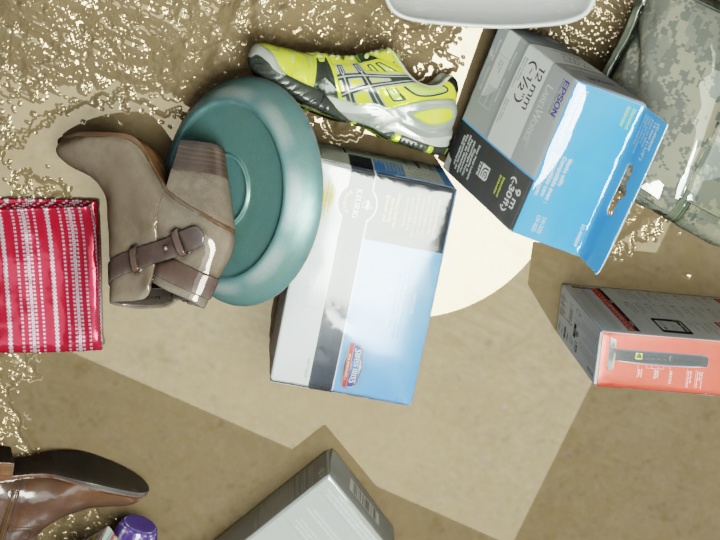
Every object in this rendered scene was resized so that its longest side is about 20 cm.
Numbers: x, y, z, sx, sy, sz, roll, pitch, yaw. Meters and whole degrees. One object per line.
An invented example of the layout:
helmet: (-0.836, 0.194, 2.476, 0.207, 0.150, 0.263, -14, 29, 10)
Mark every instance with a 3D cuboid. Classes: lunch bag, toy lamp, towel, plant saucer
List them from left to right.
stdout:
towel: (-0.338, 0.006, 1.592, 0.198, 0.022, 0.146, -1, 102, -3)
toy lamp: (-0.238, 0.323, 1.634, 0.058, 0.058, 0.201, 21, 107, -7)
plant saucer: (-0.111, -0.070, 1.514, 0.027, 0.199, 0.202, 1, 106, -46)
lunch bag: (0.287, -0.144, 1.530, 0.167, 0.139, 0.201, 25, 99, -7)

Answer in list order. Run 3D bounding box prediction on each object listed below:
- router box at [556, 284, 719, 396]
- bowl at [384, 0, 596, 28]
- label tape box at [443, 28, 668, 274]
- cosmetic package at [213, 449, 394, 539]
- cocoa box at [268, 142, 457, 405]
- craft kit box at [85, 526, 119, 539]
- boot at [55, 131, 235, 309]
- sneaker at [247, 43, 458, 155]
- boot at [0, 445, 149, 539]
router box: (0.279, 0.062, 1.540, 0.178, 0.200, 0.049, 5, 100, -4)
bowl: (0.114, -0.316, 1.521, 0.198, 0.075, 0.202, 1, 102, -2)
label tape box: (0.162, -0.107, 1.490, 0.066, 0.200, 0.144, 11, 112, -30)
cosmetic package: (-0.074, 0.276, 1.628, 0.199, 0.090, 0.107, -36, 100, 8)
cocoa box: (0.000, 0.000, 1.549, 0.130, 0.133, 0.202, 11, 101, -5)
craft kit box: (-0.257, 0.365, 1.596, 0.197, 0.049, 0.201, -30, 103, 16)
boot: (-0.196, -0.041, 1.513, 0.199, 0.070, 0.148, 4, 80, 32)
sneaker: (-0.006, -0.168, 1.553, 0.199, 0.075, 0.077, 19, 93, -17)
boot: (-0.306, 0.269, 1.630, 0.185, 0.064, 0.202, 11, 106, -10)
